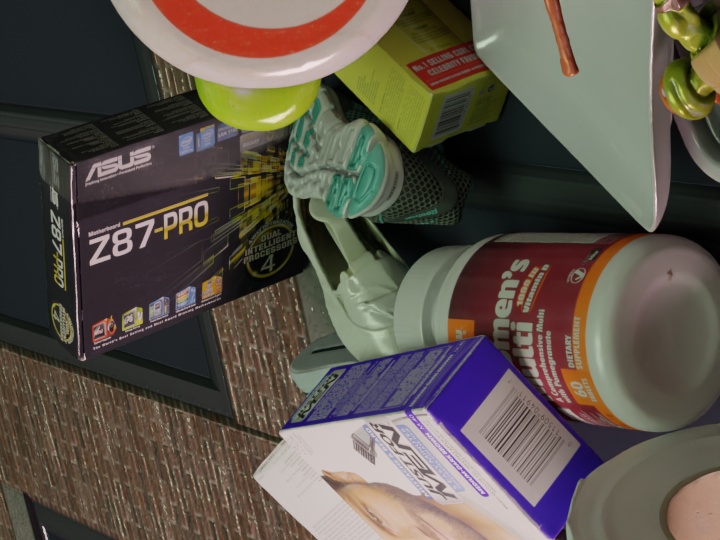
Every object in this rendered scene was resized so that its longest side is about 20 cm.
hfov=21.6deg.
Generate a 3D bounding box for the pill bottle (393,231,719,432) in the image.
[{"bbox_3d":[0.113,0.032,1.099,0.200,0.109,0.110,2,111,54],"label":"pill bottle"}]

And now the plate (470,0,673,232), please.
[{"bbox_3d":[0.113,-0.151,0.998,0.200,0.032,0.200,54,159,44],"label":"plate"}]

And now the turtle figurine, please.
[{"bbox_3d":[0.194,-0.100,0.866,0.200,0.064,0.161,44,144,-13],"label":"turtle figurine"}]

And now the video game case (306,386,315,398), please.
[{"bbox_3d":[0.058,0.161,1.278,0.143,0.018,0.200,4,133,54],"label":"video game case"}]

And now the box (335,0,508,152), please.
[{"bbox_3d":[0.004,-0.161,1.174,0.200,0.075,0.050,49,143,28],"label":"box"}]

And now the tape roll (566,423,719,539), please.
[{"bbox_3d":[0.205,0.153,0.958,0.202,0.202,0.071,22,127,47],"label":"tape roll"}]

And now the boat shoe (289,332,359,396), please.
[{"bbox_3d":[0.032,0.075,1.292,0.071,0.072,0.200,53,152,-20],"label":"boat shoe"}]

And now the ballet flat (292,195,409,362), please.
[{"bbox_3d":[0.000,0.000,1.240,0.200,0.069,0.070,-123,30,-47],"label":"ballet flat"}]

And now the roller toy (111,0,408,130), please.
[{"bbox_3d":[-0.055,-0.201,1.060,0.182,0.200,0.140,42,-172,-12],"label":"roller toy"}]

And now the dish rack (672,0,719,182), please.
[{"bbox_3d":[0.214,-0.141,0.913,0.200,0.043,0.172,-20,93,57],"label":"dish rack"}]

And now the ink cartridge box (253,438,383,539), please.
[{"bbox_3d":[0.025,0.178,1.274,0.200,0.050,0.109,43,154,2],"label":"ink cartridge box"}]

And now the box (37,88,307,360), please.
[{"bbox_3d":[-0.125,-0.043,1.312,0.049,0.200,0.162,36,135,41],"label":"box"}]

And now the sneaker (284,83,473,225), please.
[{"bbox_3d":[0.010,-0.067,1.221,0.200,0.091,0.078,-131,57,-65],"label":"sneaker"}]

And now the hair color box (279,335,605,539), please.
[{"bbox_3d":[0.043,0.106,1.117,0.109,0.065,0.200,47,157,-12],"label":"hair color box"}]
